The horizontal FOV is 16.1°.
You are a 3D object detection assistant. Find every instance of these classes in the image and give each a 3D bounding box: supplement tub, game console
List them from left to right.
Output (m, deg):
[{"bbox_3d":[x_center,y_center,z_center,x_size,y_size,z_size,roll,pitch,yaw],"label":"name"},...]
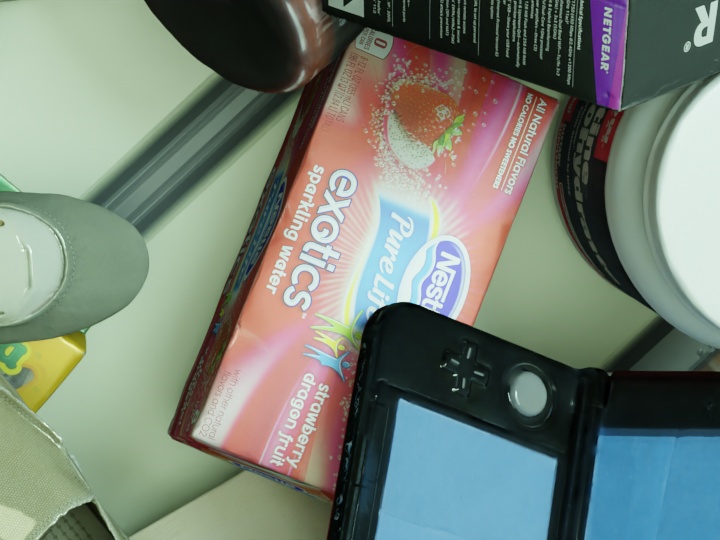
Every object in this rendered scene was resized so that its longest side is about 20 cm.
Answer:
[{"bbox_3d":[-0.001,-0.172,1.075,0.107,0.107,0.200,49,63,-10],"label":"supplement tub"},{"bbox_3d":[0.085,0.118,1.019,0.172,0.119,0.201,23,65,-29],"label":"game console"},{"bbox_3d":[0.165,-0.040,1.099,0.140,0.200,0.141,-1,97,-6],"label":"supplement tub"}]

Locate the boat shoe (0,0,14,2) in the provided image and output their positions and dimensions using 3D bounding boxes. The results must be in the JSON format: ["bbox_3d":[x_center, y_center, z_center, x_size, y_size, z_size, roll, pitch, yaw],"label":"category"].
[{"bbox_3d":[-0.092,-0.165,1.124,0.199,0.060,0.074,-12,92,-8],"label":"boat shoe"}]

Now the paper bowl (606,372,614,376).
[{"bbox_3d":[0.096,0.153,1.143,0.200,0.104,0.201,7,72,-22],"label":"paper bowl"}]

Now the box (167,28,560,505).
[{"bbox_3d":[0.000,0.000,1.123,0.099,0.095,0.200,23,83,-9],"label":"box"}]

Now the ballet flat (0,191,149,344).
[{"bbox_3d":[-0.189,-0.001,1.083,0.199,0.064,0.068,4,97,-7],"label":"ballet flat"}]

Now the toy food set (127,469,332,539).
[{"bbox_3d":[-0.073,0.185,1.181,0.200,0.060,0.144,-30,89,-4],"label":"toy food set"}]

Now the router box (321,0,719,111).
[{"bbox_3d":[0.105,-0.128,1.016,0.200,0.149,0.051,-24,126,-43],"label":"router box"}]

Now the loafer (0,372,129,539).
[{"bbox_3d":[-0.150,0.094,1.081,0.076,0.068,0.200,-49,119,-10],"label":"loafer"}]

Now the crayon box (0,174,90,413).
[{"bbox_3d":[-0.213,0.045,1.145,0.126,0.052,0.200,40,91,-9],"label":"crayon box"}]
